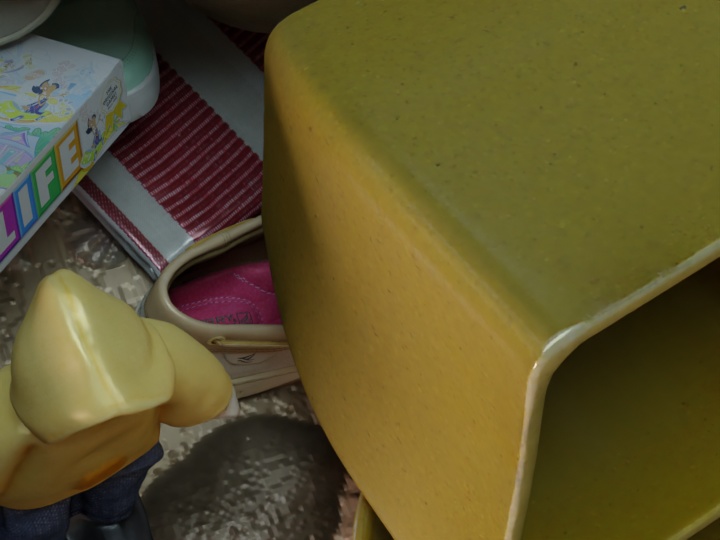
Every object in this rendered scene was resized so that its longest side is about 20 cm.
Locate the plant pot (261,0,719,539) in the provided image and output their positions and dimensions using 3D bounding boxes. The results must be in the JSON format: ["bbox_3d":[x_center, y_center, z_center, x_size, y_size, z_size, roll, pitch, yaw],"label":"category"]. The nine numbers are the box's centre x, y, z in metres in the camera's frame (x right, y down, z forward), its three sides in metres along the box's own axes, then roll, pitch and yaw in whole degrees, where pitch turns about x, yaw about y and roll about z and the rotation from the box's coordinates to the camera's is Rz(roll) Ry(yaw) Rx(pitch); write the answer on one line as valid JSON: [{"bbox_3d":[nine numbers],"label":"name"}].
[{"bbox_3d":[0.065,-0.017,0.878,0.194,0.196,0.200,-30,57,-24],"label":"plant pot"}]

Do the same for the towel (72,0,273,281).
[{"bbox_3d":[-0.062,-0.100,1.063,0.200,0.023,0.144,-40,77,-23],"label":"towel"}]

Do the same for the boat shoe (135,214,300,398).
[{"bbox_3d":[0.000,0.000,0.998,0.199,0.069,0.074,-21,70,-19],"label":"boat shoe"}]

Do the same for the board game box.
[{"bbox_3d":[-0.212,-0.058,0.948,0.199,0.034,0.135,17,47,21],"label":"board game box"}]

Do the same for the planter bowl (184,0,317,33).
[{"bbox_3d":[-0.031,-0.186,1.020,0.199,0.135,0.201,4,66,-8],"label":"planter bowl"}]

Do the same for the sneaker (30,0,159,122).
[{"bbox_3d":[-0.149,-0.155,0.997,0.073,0.118,0.201,-24,60,-16],"label":"sneaker"}]

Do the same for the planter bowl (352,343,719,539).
[{"bbox_3d":[0.091,0.135,0.934,0.199,0.084,0.201,4,55,-5],"label":"planter bowl"}]

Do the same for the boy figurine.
[{"bbox_3d":[-0.099,0.061,0.879,0.124,0.200,0.065,-18,68,-21],"label":"boy figurine"}]

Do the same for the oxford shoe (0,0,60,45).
[{"bbox_3d":[-0.211,-0.122,0.915,0.199,0.058,0.076,6,82,-14],"label":"oxford shoe"}]
